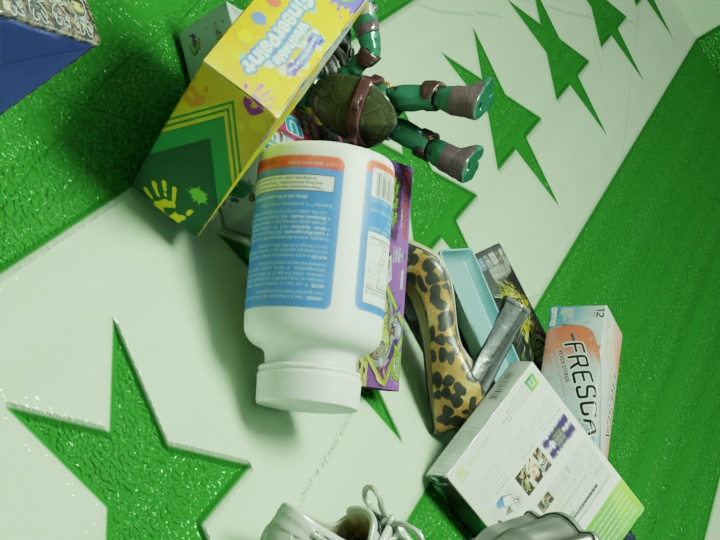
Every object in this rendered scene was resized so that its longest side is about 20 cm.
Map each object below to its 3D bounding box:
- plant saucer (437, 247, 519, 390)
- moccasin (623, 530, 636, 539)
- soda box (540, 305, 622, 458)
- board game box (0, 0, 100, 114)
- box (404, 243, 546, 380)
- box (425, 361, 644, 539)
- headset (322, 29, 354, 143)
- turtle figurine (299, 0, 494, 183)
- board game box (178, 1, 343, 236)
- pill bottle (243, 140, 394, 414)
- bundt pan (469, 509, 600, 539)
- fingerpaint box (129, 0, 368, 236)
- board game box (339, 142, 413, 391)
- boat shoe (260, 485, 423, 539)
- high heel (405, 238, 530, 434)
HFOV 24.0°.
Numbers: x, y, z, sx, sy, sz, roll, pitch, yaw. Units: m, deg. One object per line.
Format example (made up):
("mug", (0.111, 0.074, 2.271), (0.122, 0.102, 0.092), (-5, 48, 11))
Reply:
("plant saucer", (0.124, 0.073, 1.622), (0.070, 0.019, 0.201), (-3, 67, -59))
("moccasin", (0.253, 0.306, 1.650), (0.068, 0.080, 0.200), (46, 27, -3))
("soda box", (0.215, 0.136, 1.691), (0.068, 0.063, 0.201), (51, 43, -53))
("board game box", (-0.280, -0.199, 1.083), (0.097, 0.159, 0.201), (10, 54, -59))
("box", (0.126, 0.068, 1.701), (0.162, 0.049, 0.200), (62, 27, 3))
("box", (0.163, 0.204, 1.557), (0.144, 0.036, 0.200), (-49, 112, -25))
("headset", (-0.029, -0.212, 1.641), (0.124, 0.093, 0.201), (-88, 154, -56))
("turtle figurine", (0.014, -0.151, 1.485), (0.101, 0.199, 0.150), (-56, 159, -34))
("board game box", (-0.076, -0.118, 1.499), (0.147, 0.064, 0.201), (22, 46, -54))
("pill bottle", (-0.035, 0.008, 1.334), (0.112, 0.112, 0.202), (21, 71, -54))
("bundt pan", (0.123, 0.290, 1.315), (0.075, 0.202, 0.203), (0, 61, -36))
("fingerpaint box", (-0.081, -0.151, 1.325), (0.073, 0.167, 0.200), (36, 49, -4))
("board game box", (0.000, 0.000, 1.459), (0.120, 0.032, 0.202), (13, 79, -52))
("boat shoe", (0.003, 0.205, 1.256), (0.201, 0.087, 0.074), (24, -2, -44))
("high heel", (0.041, 0.051, 1.568), (0.199, 0.143, 0.071), (30, -5, 7))
